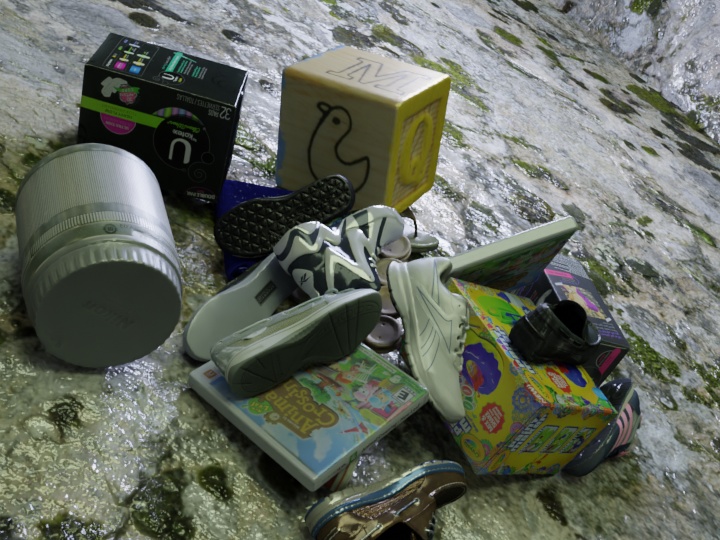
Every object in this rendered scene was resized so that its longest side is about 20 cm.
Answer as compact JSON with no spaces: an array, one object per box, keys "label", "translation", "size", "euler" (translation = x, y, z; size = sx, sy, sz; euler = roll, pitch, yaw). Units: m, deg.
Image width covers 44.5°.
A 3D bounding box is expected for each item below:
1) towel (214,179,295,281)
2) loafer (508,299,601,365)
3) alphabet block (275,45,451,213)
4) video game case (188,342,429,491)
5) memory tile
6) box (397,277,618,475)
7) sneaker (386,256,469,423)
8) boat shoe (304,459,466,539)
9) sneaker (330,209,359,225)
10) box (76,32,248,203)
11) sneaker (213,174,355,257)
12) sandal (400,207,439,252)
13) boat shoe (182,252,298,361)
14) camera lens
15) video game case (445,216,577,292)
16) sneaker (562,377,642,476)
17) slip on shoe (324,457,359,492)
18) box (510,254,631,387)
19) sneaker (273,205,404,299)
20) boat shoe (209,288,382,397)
[{"label":"towel","translation":[-0.123,-0.050,1.203],"size":[0.145,0.050,0.202],"euler":[13,35,-28]},{"label":"loafer","translation":[0.251,0.072,1.065],"size":[0.199,0.071,0.068],"euler":[6,40,-54]},{"label":"alphabet block","translation":[0.004,-0.213,1.348],"size":[0.197,0.199,0.196],"euler":[20,33,22]},{"label":"video game case","translation":[-0.055,0.126,0.948],"size":[0.198,0.022,0.181],"euler":[32,45,31]},{"label":"memory tile","translation":[-0.013,0.018,1.110],"size":[0.150,0.017,0.202],"euler":[5,45,4]},{"label":"box","translation":[0.179,0.135,1.091],"size":[0.191,0.123,0.201],"euler":[13,35,-47]},{"label":"sneaker","translation":[0.089,0.073,1.007],"size":[0.075,0.085,0.204],"euler":[53,22,-70]},{"label":"boat shoe","translation":[0.038,0.255,0.899],"size":[0.197,0.073,0.073],"euler":[-10,53,-34]},{"label":"sneaker","translation":[-0.004,0.004,1.208],"size":[0.087,0.074,0.203],"euler":[51,23,-43]},{"label":"box","translation":[-0.265,-0.206,1.181],"size":[0.196,0.151,0.125],"euler":[14,33,-7]},{"label":"sneaker","translation":[-0.095,-0.064,1.146],"size":[0.196,0.083,0.073],"euler":[-19,87,-13]},{"label":"sandal","translation":[0.040,-0.094,1.394],"size":[0.200,0.058,0.080],"euler":[37,30,13]},{"label":"boat shoe","translation":[-0.140,0.043,1.041],"size":[0.200,0.056,0.069],"euler":[-42,104,-39]},{"label":"camera lens","translation":[-0.275,-0.022,0.924],"size":[0.157,0.162,0.202],"euler":[8,37,-32]},{"label":"video game case","translation":[0.173,0.004,1.175],"size":[0.196,0.183,0.022],"euler":[-19,71,-17]},{"label":"sneaker","translation":[0.335,0.229,1.186],"size":[0.199,0.069,0.083],"euler":[-38,108,-42]},{"label":"slip on shoe","translation":[-0.019,0.157,0.981],"size":[0.060,0.075,0.201],"euler":[25,36,-2]},{"label":"box","translation":[0.291,0.078,1.302],"size":[0.104,0.123,0.202],"euler":[15,35,-24]},{"label":"sneaker","translation":[0.000,0.000,1.070],"size":[0.197,0.079,0.131],"euler":[-11,67,-49]},{"label":"boat shoe","translation":[-0.065,0.065,0.952],"size":[0.200,0.076,0.065],"euler":[-27,45,-24]}]
